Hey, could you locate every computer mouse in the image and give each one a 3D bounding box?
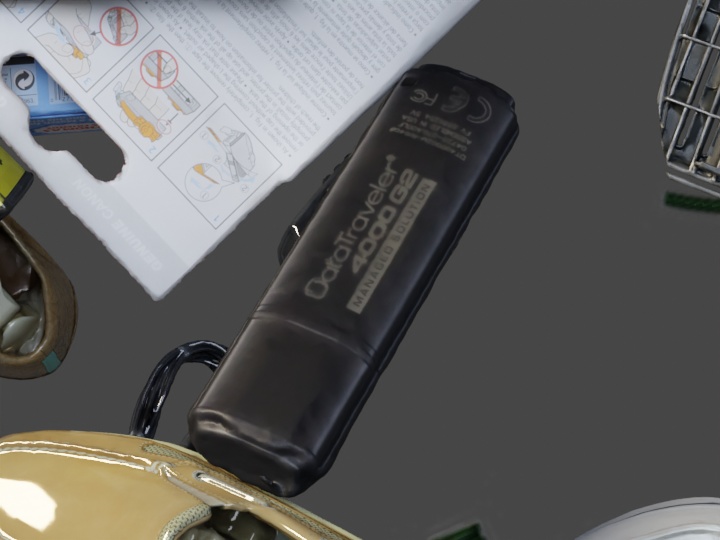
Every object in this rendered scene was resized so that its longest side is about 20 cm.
[{"bbox_3d":[-0.023,0.018,1.160,0.059,0.034,0.200,38,69,13],"label":"computer mouse"}]

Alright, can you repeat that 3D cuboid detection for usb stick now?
[{"bbox_3d":[0.000,0.000,1.114,0.055,0.033,0.200,22,55,13],"label":"usb stick"}]

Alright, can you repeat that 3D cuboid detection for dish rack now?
[{"bbox_3d":[0.222,-0.067,1.189,0.200,0.055,0.154,21,78,4],"label":"dish rack"}]

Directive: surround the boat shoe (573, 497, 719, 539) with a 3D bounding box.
[{"bbox_3d":[0.074,0.151,1.135,0.200,0.067,0.074,-32,82,-7],"label":"boat shoe"}]

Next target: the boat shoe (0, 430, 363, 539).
[{"bbox_3d":[-0.059,0.098,1.061,0.200,0.076,0.072,15,80,18],"label":"boat shoe"}]

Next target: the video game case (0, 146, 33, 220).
[{"bbox_3d":[-0.242,-0.048,1.089,0.181,0.200,0.026,45,41,-13],"label":"video game case"}]

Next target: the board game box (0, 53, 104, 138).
[{"bbox_3d":[-0.170,-0.152,1.200,0.151,0.037,0.200,-4,81,-2],"label":"board game box"}]

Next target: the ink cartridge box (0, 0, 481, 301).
[{"bbox_3d":[-0.063,-0.112,1.178,0.200,0.050,0.161,-44,97,-5],"label":"ink cartridge box"}]

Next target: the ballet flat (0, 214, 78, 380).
[{"bbox_3d":[-0.183,-0.032,1.134,0.068,0.072,0.200,-43,101,-4],"label":"ballet flat"}]
